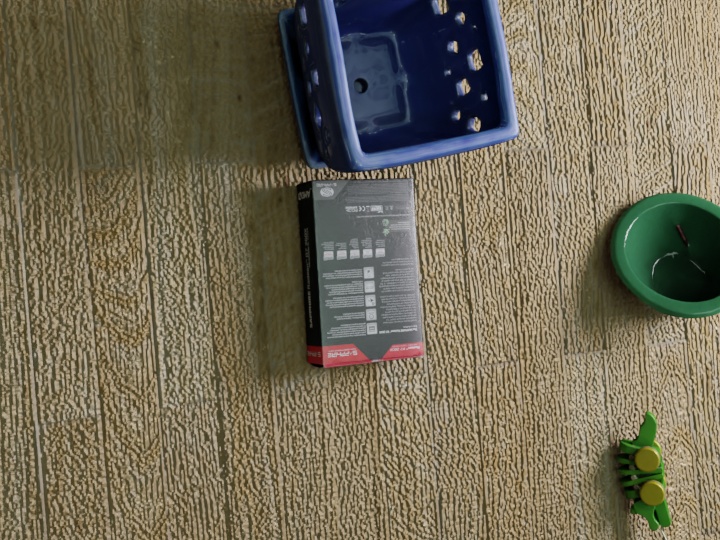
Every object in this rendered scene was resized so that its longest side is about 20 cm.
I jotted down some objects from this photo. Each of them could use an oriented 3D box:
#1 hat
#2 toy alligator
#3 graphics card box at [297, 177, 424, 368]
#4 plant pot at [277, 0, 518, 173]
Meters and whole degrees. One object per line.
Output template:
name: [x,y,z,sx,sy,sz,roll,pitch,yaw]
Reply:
hat: [0.406,0.022,1.426,0.200,0.176,0.166,38,73,21]
toy alligator: [0.347,0.273,1.376,0.054,0.059,0.201,-8,94,18]
graphics card box: [0.000,0.000,1.228,0.125,0.051,0.201,-4,91,-23]
plant pot: [0.026,-0.208,1.174,0.199,0.180,0.201,-13,95,-23]
